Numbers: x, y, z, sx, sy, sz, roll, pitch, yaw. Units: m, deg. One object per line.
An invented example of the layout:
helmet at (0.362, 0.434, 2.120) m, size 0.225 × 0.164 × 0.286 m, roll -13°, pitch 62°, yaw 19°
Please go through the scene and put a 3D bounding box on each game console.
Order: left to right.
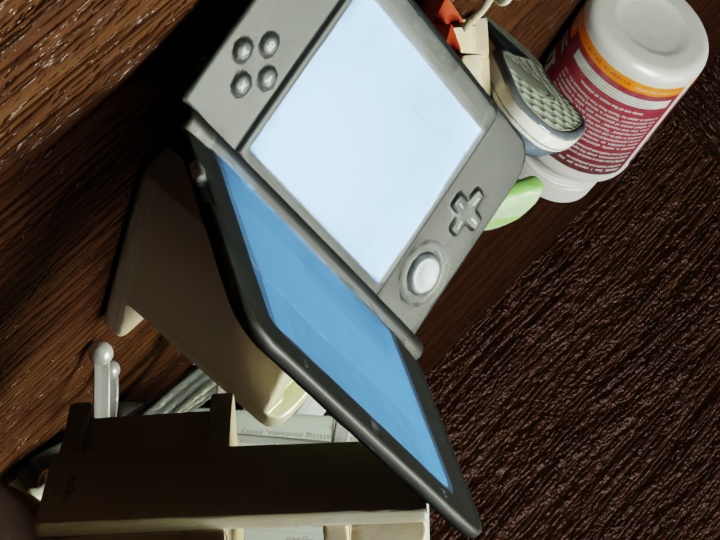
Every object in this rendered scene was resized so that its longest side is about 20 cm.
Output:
game console at (0.015, -0.019, 0.945) m, size 0.176 × 0.116 × 0.200 m, roll -55°, pitch 139°, yaw -11°

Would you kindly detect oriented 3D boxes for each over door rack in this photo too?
over door rack at (-0.073, 0.079, 1.202) m, size 0.200 × 0.148 × 0.067 m, roll -93°, pitch -173°, yaw -80°

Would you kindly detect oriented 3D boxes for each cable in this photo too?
cable at (-0.146, 0.118, 1.357) m, size 0.200 × 0.050 × 0.097 m, roll -26°, pitch 159°, yaw -45°

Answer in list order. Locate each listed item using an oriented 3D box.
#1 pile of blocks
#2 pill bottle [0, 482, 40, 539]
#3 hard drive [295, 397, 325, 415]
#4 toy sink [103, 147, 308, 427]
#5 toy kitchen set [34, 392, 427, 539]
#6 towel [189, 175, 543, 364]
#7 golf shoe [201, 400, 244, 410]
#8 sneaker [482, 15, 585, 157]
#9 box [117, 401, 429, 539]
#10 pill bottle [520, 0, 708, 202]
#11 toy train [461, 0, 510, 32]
pile of blocks at (0.030, -0.119, 1.267) m, size 0.200 × 0.082 × 0.062 m, roll -65°, pitch 152°, yaw -80°
pill bottle at (-0.189, 0.145, 1.037) m, size 0.111 × 0.111 × 0.200 m, roll -48°, pitch 174°, yaw -6°
hard drive at (-0.021, 0.031, 1.615) m, size 0.200 × 0.026 × 0.132 m, roll 125°, pitch -24°, yaw -44°
toy sink at (-0.036, -0.013, 1.132) m, size 0.130 × 0.112 × 0.200 m, roll -45°, pitch 173°, yaw -25°
toy kitchen set at (-0.050, 0.169, 1.018) m, size 0.200 × 0.163 × 0.181 m, roll -92°, pitch 179°, yaw -71°
towel at (0.000, 0.000, 1.380) m, size 0.200 × 0.031 × 0.149 m, roll -18°, pitch 172°, yaw -33°
golf shoe at (-0.128, 0.128, 1.570) m, size 0.200 × 0.073 × 0.092 m, roll -57°, pitch 171°, yaw -11°
sneaker at (0.060, -0.071, 1.422) m, size 0.146 × 0.077 × 0.202 m, roll -48°, pitch -165°, yaw 10°
box at (-0.062, 0.211, 1.432) m, size 0.200 × 0.199 × 0.171 m, roll 85°, pitch 11°, yaw -46°
pill bottle at (0.203, -0.148, 1.958) m, size 0.113 × 0.113 × 0.200 m, roll -43°, pitch 172°, yaw -41°
toy train at (0.101, -0.211, 1.085) m, size 0.116 × 0.085 × 0.200 m, roll -61°, pitch -178°, yaw -38°
